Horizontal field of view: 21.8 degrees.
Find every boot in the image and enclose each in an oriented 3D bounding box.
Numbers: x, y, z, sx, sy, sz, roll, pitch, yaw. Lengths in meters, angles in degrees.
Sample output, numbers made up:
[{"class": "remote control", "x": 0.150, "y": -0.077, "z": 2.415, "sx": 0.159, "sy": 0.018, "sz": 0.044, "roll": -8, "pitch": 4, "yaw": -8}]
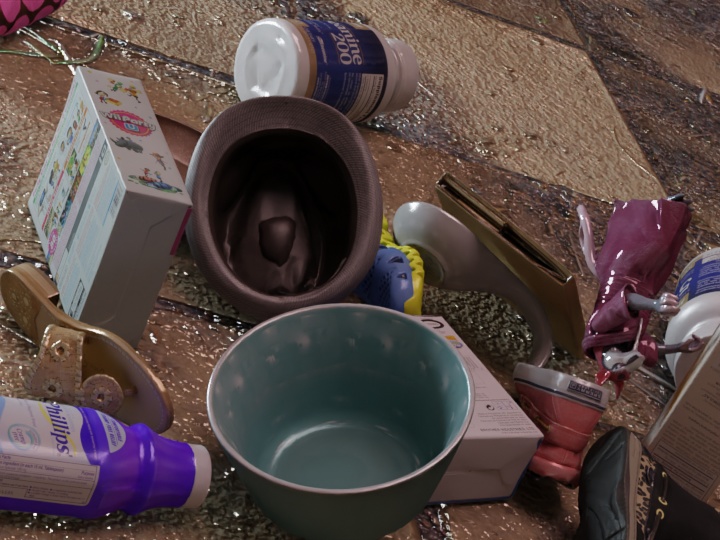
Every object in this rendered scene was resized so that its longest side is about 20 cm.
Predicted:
[{"class": "boot", "x": 0.243, "y": 0.241, "z": 1.513, "sx": 0.154, "sy": 0.073, "sz": 0.204, "roll": 35, "pitch": 43, "yaw": -22}]

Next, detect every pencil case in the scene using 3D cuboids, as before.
[{"class": "pencil case", "x": -0.368, "y": -0.292, "z": 1.912, "sx": 0.091, "sy": 0.094, "sz": 0.200, "roll": 29, "pitch": 27, "yaw": 5}]

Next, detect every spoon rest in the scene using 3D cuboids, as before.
[{"class": "spoon rest", "x": 0.108, "y": 0.011, "z": 1.762, "sx": 0.200, "sy": 0.099, "sz": 0.061, "roll": 47, "pitch": 59, "yaw": -2}]

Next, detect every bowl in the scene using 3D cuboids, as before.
[{"class": "bowl", "x": -0.014, "y": 0.129, "z": 1.414, "sx": 0.200, "sy": 0.105, "sz": 0.201, "roll": 0, "pitch": 40, "yaw": 0}]

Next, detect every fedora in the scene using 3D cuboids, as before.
[{"class": "fedora", "x": -0.072, "y": -0.047, "z": 1.672, "sx": 0.176, "sy": 0.090, "sz": 0.201, "roll": -5, "pitch": 78, "yaw": -10}]

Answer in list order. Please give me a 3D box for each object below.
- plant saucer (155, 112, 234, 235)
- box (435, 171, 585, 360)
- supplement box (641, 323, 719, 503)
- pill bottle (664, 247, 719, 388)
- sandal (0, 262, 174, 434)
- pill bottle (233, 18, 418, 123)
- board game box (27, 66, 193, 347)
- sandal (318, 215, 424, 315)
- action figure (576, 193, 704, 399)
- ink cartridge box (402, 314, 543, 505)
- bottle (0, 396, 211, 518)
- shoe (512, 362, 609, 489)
[{"class": "plant saucer", "x": -0.189, "y": -0.088, "z": 1.769, "sx": 0.200, "sy": 0.037, "sz": 0.201, "roll": 20, "pitch": 27, "yaw": -11}, {"class": "box", "x": 0.149, "y": -0.001, "z": 1.796, "sx": 0.163, "sy": 0.021, "sz": 0.200, "roll": 40, "pitch": -11, "yaw": 23}, {"class": "supplement box", "x": 0.316, "y": 0.121, "z": 1.658, "sx": 0.073, "sy": 0.200, "sz": 0.126, "roll": 32, "pitch": 27, "yaw": 7}, {"class": "pill bottle", "x": 0.371, "y": 0.065, "z": 1.901, "sx": 0.119, "sy": 0.120, "sz": 0.200, "roll": 27, "pitch": 26, "yaw": 2}, {"class": "sandal", "x": -0.231, "y": 0.072, "z": 1.425, "sx": 0.070, "sy": 0.078, "sz": 0.212, "roll": -24, "pitch": 47, "yaw": -33}, {"class": "pill bottle", "x": -0.032, "y": -0.218, "z": 2.060, "sx": 0.200, "sy": 0.111, "sz": 0.111, "roll": -4, "pitch": 39, "yaw": -45}, {"class": "board game box", "x": -0.212, "y": -0.055, "z": 1.563, "sx": 0.064, "sy": 0.148, "sz": 0.200, "roll": 9, "pitch": 32, "yaw": -29}, {"class": "sandal", "x": 0.000, "y": 0.000, "z": 1.730, "sx": 0.087, "sy": 0.080, "sz": 0.200, "roll": -3, "pitch": 22, "yaw": -20}, {"class": "action figure", "x": 0.235, "y": 0.020, "z": 1.687, "sx": 0.148, "sy": 0.134, "sz": 0.200, "roll": 11, "pitch": 59, "yaw": 22}, {"class": "ink cartridge box", "x": 0.041, "y": 0.104, "z": 1.581, "sx": 0.136, "sy": 0.076, "sz": 0.200, "roll": 3, "pitch": 36, "yaw": -40}, {"class": "bottle", "x": -0.203, "y": 0.134, "z": 1.318, "sx": 0.199, "sy": 0.065, "sz": 0.084, "roll": 11, "pitch": 29, "yaw": -28}, {"class": "shoe", "x": 0.163, "y": 0.136, "z": 1.646, "sx": 0.071, "sy": 0.091, "sz": 0.200, "roll": 21, "pitch": -3, "yaw": -5}]
